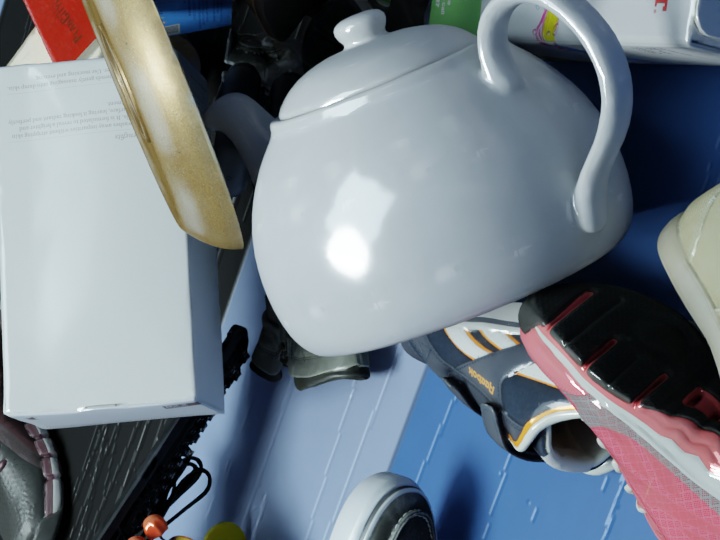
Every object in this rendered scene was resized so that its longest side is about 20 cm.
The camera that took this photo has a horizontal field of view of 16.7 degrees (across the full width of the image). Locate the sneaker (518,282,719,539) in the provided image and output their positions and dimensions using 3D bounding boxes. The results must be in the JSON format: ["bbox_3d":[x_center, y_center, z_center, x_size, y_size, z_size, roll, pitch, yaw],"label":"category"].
[{"bbox_3d":[0.139,0.087,1.099,0.200,0.074,0.087,40,130,22],"label":"sneaker"}]

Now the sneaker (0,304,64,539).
[{"bbox_3d":[-0.276,0.106,1.666,0.076,0.115,0.200,-48,47,38],"label":"sneaker"}]

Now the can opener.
[{"bbox_3d":[-0.058,-0.081,1.396,0.200,0.053,0.067,-87,10,-60],"label":"can opener"}]

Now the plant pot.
[{"bbox_3d":[-0.109,-0.098,1.241,0.200,0.027,0.200,157,90,-83],"label":"plant pot"}]

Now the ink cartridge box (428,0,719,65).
[{"bbox_3d":[0.131,-0.175,1.188,0.200,0.084,0.145,9,91,54],"label":"ink cartridge box"}]

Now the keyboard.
[{"bbox_3d":[-0.113,0.129,1.436,0.200,0.040,0.104,-56,-2,-13],"label":"keyboard"}]

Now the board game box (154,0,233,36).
[{"bbox_3d":[-0.114,-0.242,1.327,0.200,0.056,0.196,120,139,-83],"label":"board game box"}]

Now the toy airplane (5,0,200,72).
[{"bbox_3d":[-0.161,-0.150,1.536,0.200,0.141,0.199,-4,70,39],"label":"toy airplane"}]

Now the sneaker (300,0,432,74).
[{"bbox_3d":[0.034,-0.169,1.350,0.115,0.076,0.201,-54,-9,-35],"label":"sneaker"}]

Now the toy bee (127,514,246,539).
[{"bbox_3d":[-0.097,0.186,1.413,0.200,0.109,0.131,-37,11,35],"label":"toy bee"}]

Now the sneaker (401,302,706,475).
[{"bbox_3d":[0.084,0.056,1.215,0.200,0.078,0.079,3,81,53],"label":"sneaker"}]

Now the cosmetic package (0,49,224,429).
[{"bbox_3d":[-0.140,-0.015,1.376,0.113,0.081,0.200,-3,82,9],"label":"cosmetic package"}]

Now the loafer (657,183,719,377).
[{"bbox_3d":[0.194,0.025,1.072,0.200,0.076,0.068,60,136,41],"label":"loafer"}]

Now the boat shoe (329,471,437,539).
[{"bbox_3d":[0.023,0.207,1.290,0.071,0.072,0.200,14,106,46],"label":"boat shoe"}]

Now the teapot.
[{"bbox_3d":[0.029,-0.056,1.177,0.197,0.200,0.146,-91,-20,-82],"label":"teapot"}]

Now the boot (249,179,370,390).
[{"bbox_3d":[0.000,0.000,1.364,0.200,0.068,0.131,-9,81,61],"label":"boot"}]

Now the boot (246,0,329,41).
[{"bbox_3d":[-0.049,-0.176,1.346,0.074,0.075,0.200,-57,-2,10],"label":"boot"}]
